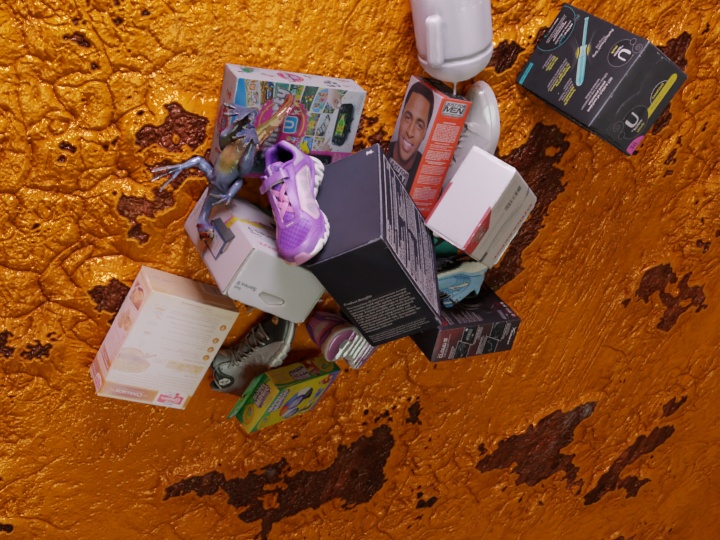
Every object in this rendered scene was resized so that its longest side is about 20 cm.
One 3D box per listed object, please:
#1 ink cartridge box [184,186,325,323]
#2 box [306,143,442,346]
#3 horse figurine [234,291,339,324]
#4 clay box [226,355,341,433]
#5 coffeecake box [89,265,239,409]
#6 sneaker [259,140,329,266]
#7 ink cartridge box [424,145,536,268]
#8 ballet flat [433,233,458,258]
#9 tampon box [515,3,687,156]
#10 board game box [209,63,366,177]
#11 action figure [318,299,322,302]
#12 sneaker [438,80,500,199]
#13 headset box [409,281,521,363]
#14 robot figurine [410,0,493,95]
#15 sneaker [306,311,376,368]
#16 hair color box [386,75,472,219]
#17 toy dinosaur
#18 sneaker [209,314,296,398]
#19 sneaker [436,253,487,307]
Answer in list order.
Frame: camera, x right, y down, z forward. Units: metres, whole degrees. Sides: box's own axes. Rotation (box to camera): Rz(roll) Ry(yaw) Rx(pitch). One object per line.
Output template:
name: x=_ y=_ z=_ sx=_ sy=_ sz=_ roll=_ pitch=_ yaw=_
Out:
ink cartridge box: x=-0.153 y=-0.026 z=1.141 sx=0.145 sy=0.200 sz=0.088 roll=24 pitch=109 yaw=-39
box: x=0.020 y=-0.036 z=1.135 sx=0.123 sy=0.201 sz=0.199 roll=-19 pitch=133 yaw=18
horse figurine: x=-0.117 y=0.031 z=1.233 sx=0.132 sy=0.199 sz=0.050 roll=-38 pitch=129 yaw=-39
clay box: x=-0.133 y=0.216 z=1.366 sx=0.200 sy=0.048 sz=0.115 roll=-11 pitch=142 yaw=-54
coffeecake box: x=-0.309 y=0.111 z=1.232 sx=0.153 sy=0.073 sz=0.201 roll=19 pitch=111 yaw=-38
sneaker: x=-0.097 y=-0.097 z=1.049 sx=0.080 sy=0.201 sz=0.088 roll=-23 pitch=138 yaw=19
ink cartridge box: x=0.198 y=-0.096 z=1.263 sx=0.147 sy=0.083 sz=0.200 roll=-57 pitch=158 yaw=5
ballet flat: x=0.119 y=-0.065 z=1.354 sx=0.072 sy=0.072 sz=0.200 roll=-50 pitch=157 yaw=9
tampon box: x=0.381 y=-0.306 z=1.256 sx=0.126 sy=0.200 sz=0.150 roll=21 pitch=110 yaw=-38
board game box: x=-0.106 y=-0.209 z=1.134 sx=0.199 sy=0.064 sz=0.148 roll=-1 pitch=122 yaw=-28
action figure: x=0.000 y=0.000 z=1.316 sx=0.200 sy=0.134 sz=0.149 roll=55 pitch=51 yaw=-18
sneaker: x=0.160 y=-0.204 z=1.285 sx=0.115 sy=0.074 sz=0.201 roll=-18 pitch=130 yaw=-22
headset box: x=0.168 y=0.088 z=1.444 sx=0.199 sy=0.149 sz=0.078 roll=-4 pitch=123 yaw=-27
robot figurine: x=0.132 y=-0.359 z=1.130 sx=0.170 sy=0.112 sz=0.201 roll=-52 pitch=143 yaw=-38
sneaker: x=-0.033 y=0.115 z=1.390 sx=0.081 sy=0.088 sz=0.200 roll=-55 pitch=153 yaw=2
hair color box: x=0.096 y=-0.193 z=1.237 sx=0.061 sy=0.102 sz=0.201 roll=2 pitch=120 yaw=-31
toy dinosaur: x=-0.170 y=-0.125 z=1.062 sx=0.199 sy=0.105 sz=0.182 roll=-20 pitch=151 yaw=-32
sneaker: x=-0.194 y=0.135 z=1.319 sx=0.115 sy=0.075 sz=0.201 roll=15 pitch=114 yaw=-34
sneaker: x=0.153 y=0.026 z=1.369 sx=0.199 sy=0.078 sz=0.090 roll=-7 pitch=108 yaw=-41
